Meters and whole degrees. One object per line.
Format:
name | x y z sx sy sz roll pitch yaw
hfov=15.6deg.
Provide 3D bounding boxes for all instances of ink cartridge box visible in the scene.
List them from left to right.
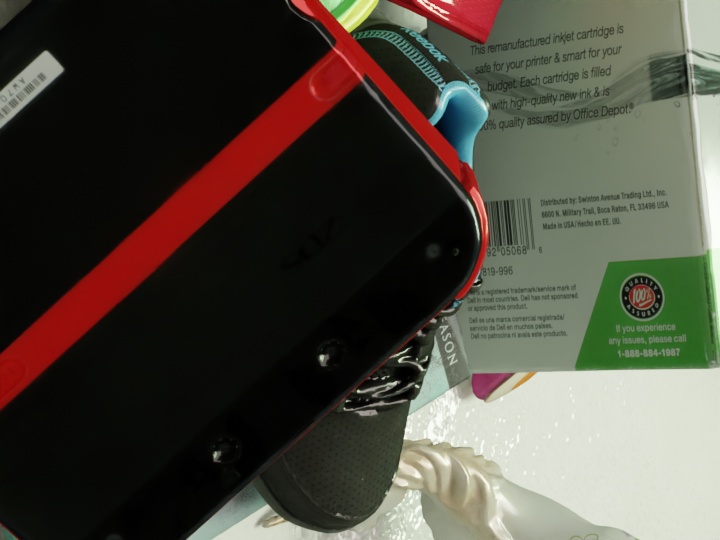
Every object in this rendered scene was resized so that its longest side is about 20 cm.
ink cartridge box | 0.106 -0.062 1.075 0.083 0.146 0.201 -7 93 -42

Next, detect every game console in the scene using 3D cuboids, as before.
game console | -0.073 -0.005 0.863 0.200 0.031 0.177 -42 113 4

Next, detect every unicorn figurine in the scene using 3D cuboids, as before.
unicorn figurine | 0.063 0.122 1.172 0.137 0.199 0.074 91 12 -68

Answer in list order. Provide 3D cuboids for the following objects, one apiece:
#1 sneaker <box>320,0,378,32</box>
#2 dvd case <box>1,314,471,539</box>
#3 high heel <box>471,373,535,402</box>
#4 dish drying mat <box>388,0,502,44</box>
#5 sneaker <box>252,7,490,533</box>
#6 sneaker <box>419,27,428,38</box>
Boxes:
sneaker | -0.018 -0.156 0.915 0.084 0.074 0.200 39 68 -39
dvd case | -0.054 0.027 0.976 0.200 0.022 0.146 -31 124 -25
high heel | 0.094 -0.031 1.271 0.200 0.096 0.067 -49 176 -15
dish drying mat | 0.052 -0.192 0.995 0.077 0.018 0.201 19 86 -44
sneaker | 0.000 0.010 0.943 0.073 0.082 0.201 -13 117 -35
sneaker | 0.063 -0.075 1.176 0.200 0.074 0.087 -37 121 -51
